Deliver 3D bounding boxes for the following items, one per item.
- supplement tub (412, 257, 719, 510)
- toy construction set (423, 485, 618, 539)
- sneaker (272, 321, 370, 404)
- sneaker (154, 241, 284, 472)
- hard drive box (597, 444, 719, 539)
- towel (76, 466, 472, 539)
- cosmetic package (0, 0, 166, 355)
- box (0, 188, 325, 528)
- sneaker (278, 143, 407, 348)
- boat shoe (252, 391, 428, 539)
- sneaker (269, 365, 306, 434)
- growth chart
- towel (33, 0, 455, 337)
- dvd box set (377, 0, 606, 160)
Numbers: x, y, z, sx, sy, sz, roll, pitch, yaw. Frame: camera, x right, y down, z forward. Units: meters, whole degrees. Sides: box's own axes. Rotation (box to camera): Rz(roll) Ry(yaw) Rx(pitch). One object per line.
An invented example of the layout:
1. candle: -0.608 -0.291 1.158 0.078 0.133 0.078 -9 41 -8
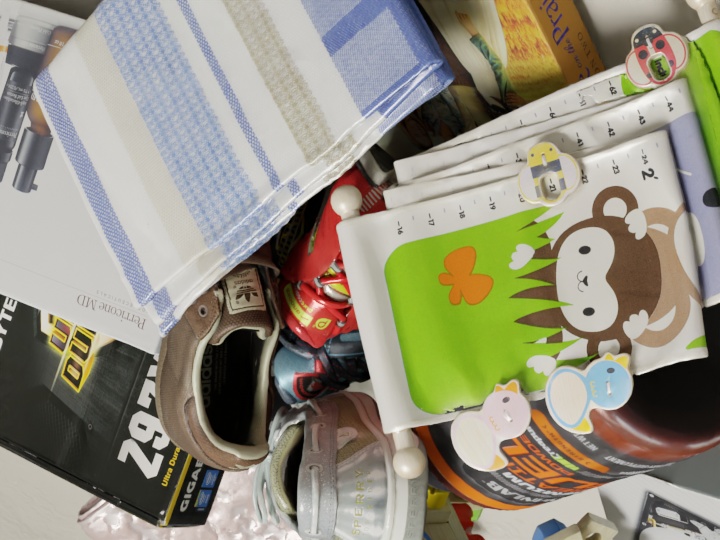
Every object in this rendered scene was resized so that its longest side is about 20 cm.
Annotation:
1. supplement tub: 0.088 0.052 0.799 0.107 0.107 0.200 40 151 -9
2. toy construction set: 0.056 0.134 0.930 0.200 0.130 0.093 -135 53 -57
3. sneaker: -0.005 0.043 0.954 0.199 0.096 0.080 10 142 36
4. sneaker: -0.060 -0.003 0.822 0.075 0.070 0.202 21 116 58
5. hard drive box: 0.220 0.151 0.901 0.155 0.077 0.201 14 143 33
6. towel: -0.054 0.172 1.134 0.191 0.032 0.200 -40 107 16
7. cosmetic package: -0.153 -0.056 0.913 0.199 0.152 0.052 19 -177 26
8. box: -0.124 0.019 0.945 0.159 0.202 0.049 22 -178 26
9. sneaker: 0.000 0.000 0.827 0.077 0.085 0.200 46 169 4
10. boat shoe: -0.021 0.100 0.856 0.064 0.075 0.202 4 -177 -15
11. sneaker: -0.112 0.068 1.027 0.200 0.111 0.073 52 154 11
12. growth chart: 0.081 -0.010 0.693 0.018 0.199 0.146 21 -135 -67
13. towel: -0.059 -0.084 0.763 0.200 0.024 0.148 -40 70 29
14. dvd box set: 0.051 -0.079 0.792 0.145 0.029 0.201 6 139 43
